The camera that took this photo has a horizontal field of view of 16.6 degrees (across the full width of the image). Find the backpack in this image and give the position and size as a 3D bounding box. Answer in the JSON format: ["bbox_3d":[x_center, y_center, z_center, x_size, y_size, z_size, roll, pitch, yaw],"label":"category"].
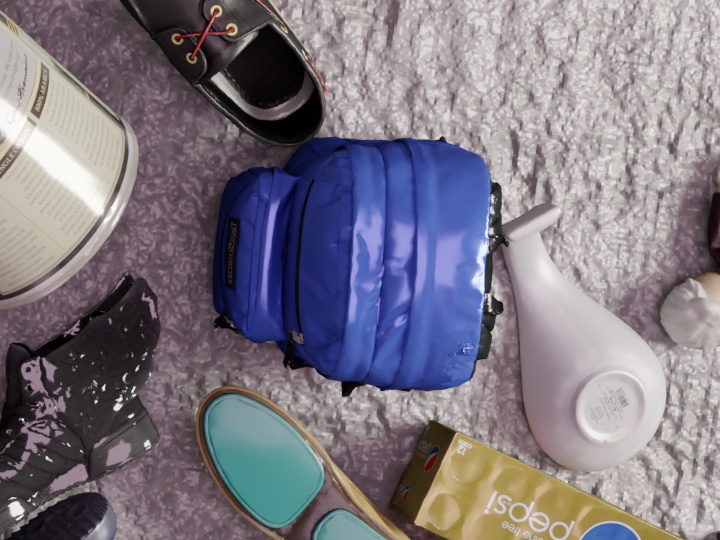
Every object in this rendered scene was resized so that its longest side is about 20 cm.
[{"bbox_3d":[0.000,0.000,1.515,0.167,0.200,0.163,-2,96,-14],"label":"backpack"}]

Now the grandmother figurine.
[{"bbox_3d":[0.283,-0.021,1.661,0.200,0.061,0.121,-43,75,-5],"label":"grandmother figurine"}]

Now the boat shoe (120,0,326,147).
[{"bbox_3d":[-0.088,-0.150,1.507,0.074,0.063,0.201,-37,132,10],"label":"boat shoe"}]

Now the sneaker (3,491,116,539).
[{"bbox_3d":[-0.212,0.228,1.536,0.200,0.070,0.082,-46,120,-6],"label":"sneaker"}]

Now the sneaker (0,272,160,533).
[{"bbox_3d":[-0.204,0.090,1.546,0.200,0.060,0.104,-27,102,-16],"label":"sneaker"}]

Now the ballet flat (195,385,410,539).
[{"bbox_3d":[-0.032,0.152,1.591,0.069,0.063,0.200,-43,96,1],"label":"ballet flat"}]

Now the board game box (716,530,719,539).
[{"bbox_3d":[0.356,0.263,1.696,0.199,0.062,0.201,-9,96,-12],"label":"board game box"}]

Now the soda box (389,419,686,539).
[{"bbox_3d":[0.124,0.171,1.629,0.200,0.064,0.068,26,88,-14],"label":"soda box"}]

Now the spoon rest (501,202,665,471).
[{"bbox_3d":[0.139,0.043,1.635,0.099,0.061,0.200,-27,114,-9],"label":"spoon rest"}]

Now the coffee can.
[{"bbox_3d":[-0.247,-0.089,1.438,0.146,0.146,0.200,-51,128,-5],"label":"coffee can"}]
